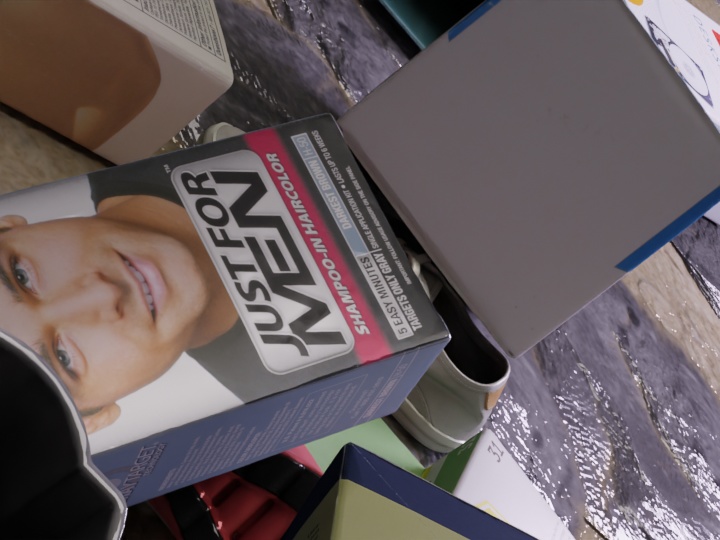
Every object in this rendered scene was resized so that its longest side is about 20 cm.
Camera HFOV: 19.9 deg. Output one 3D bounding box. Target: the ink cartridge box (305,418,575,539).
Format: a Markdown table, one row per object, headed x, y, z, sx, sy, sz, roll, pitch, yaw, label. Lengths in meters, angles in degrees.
| x | y | z | sx | sy | sz | roll | pitch | yaw | label |
| --- | --- | --- | --- | --- | --- | --- | --- | --- | --- |
| 0.026 | 0.111 | 0.898 | 0.201 | 0.048 | 0.146 | 52 | 25 | -7 | ink cartridge box |

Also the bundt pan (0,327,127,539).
| x | y | z | sx | sy | sz | roll | pitch | yaw | label |
| --- | --- | --- | --- | --- | --- | --- | --- | --- | --- |
| -0.160 | 0.085 | 0.533 | 0.201 | 0.076 | 0.203 | 25 | 47 | -29 | bundt pan |

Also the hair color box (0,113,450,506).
| x | y | z | sx | sy | sz | roll | pitch | yaw | label |
| --- | --- | --- | --- | --- | --- | --- | --- | --- | --- |
| -0.079 | 0.022 | 0.701 | 0.199 | 0.061 | 0.100 | -17 | 68 | -30 | hair color box |

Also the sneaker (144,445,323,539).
| x | y | z | sx | sy | sz | roll | pitch | yaw | label |
| --- | --- | --- | --- | --- | --- | --- | --- | --- | --- |
| -0.072 | 0.061 | 0.790 | 0.201 | 0.074 | 0.087 | 51 | -3 | 8 | sneaker |

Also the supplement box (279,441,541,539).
| x | y | z | sx | sy | sz | roll | pitch | yaw | label |
| --- | --- | --- | --- | --- | --- | --- | --- | --- | --- |
| 0.038 | 0.199 | 0.639 | 0.199 | 0.135 | 0.200 | 28 | 31 | -12 | supplement box |

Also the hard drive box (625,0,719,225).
| x | y | z | sx | sy | sz | roll | pitch | yaw | label |
| --- | --- | --- | --- | --- | --- | --- | --- | --- | --- |
| 0.223 | -0.141 | 1.541 | 0.199 | 0.077 | 0.157 | 24 | 37 | -47 | hard drive box |

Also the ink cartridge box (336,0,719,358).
| x | y | z | sx | sy | sz | roll | pitch | yaw | label |
| --- | --- | --- | --- | --- | --- | --- | --- | --- | --- |
| 0.089 | -0.065 | 1.054 | 0.145 | 0.147 | 0.200 | 52 | 6 | -3 | ink cartridge box |

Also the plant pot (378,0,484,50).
| x | y | z | sx | sy | sz | roll | pitch | yaw | label |
| --- | --- | --- | --- | --- | --- | --- | --- | --- | --- |
| 0.090 | -0.223 | 1.348 | 0.142 | 0.141 | 0.200 | 48 | 17 | -10 | plant pot |

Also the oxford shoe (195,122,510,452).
| x | y | z | sx | sy | sz | roll | pitch | yaw | label |
| --- | --- | --- | --- | --- | --- | --- | --- | --- | --- |
| 0.000 | 0.000 | 0.986 | 0.200 | 0.058 | 0.075 | 47 | 27 | -8 | oxford shoe |

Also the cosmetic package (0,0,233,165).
| x | y | z | sx | sy | sz | roll | pitch | yaw | label |
| --- | --- | --- | --- | --- | --- | --- | --- | --- | --- |
| -0.153 | -0.134 | 0.872 | 0.199 | 0.071 | 0.106 | 29 | 33 | -41 | cosmetic package |
